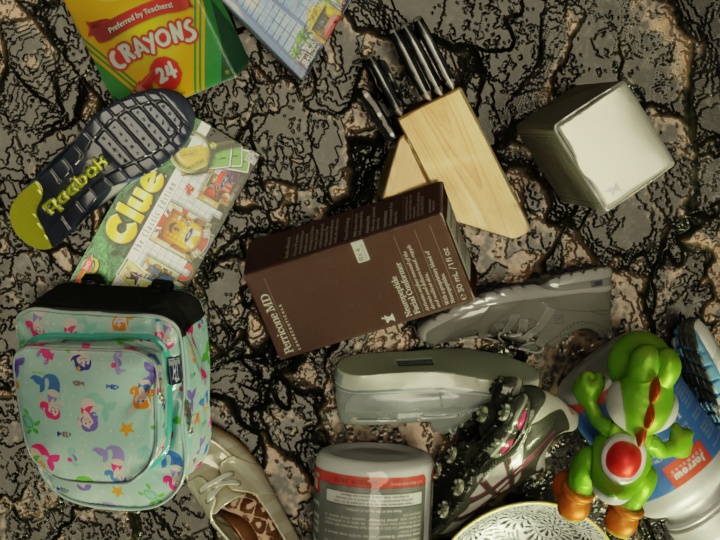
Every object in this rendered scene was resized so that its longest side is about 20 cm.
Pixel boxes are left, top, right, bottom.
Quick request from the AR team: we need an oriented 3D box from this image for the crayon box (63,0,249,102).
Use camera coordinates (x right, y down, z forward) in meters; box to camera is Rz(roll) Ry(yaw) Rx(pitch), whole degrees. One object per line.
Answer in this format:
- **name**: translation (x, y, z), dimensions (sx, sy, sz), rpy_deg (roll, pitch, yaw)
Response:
- **crayon box**: translation (-0.202, -0.251, 1.690), dimensions (0.126, 0.051, 0.201), rpy_deg (-19, 107, 21)

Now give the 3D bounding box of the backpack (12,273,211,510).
- **backpack**: translation (-0.228, 0.124, 1.706), dimensions (0.176, 0.151, 0.202), rpy_deg (3, 113, 14)

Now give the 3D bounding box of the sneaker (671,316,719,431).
- **sneaker**: translation (0.379, 0.122, 1.820), dimensions (0.086, 0.075, 0.201), rpy_deg (-34, 105, -10)

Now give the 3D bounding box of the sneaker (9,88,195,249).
- **sneaker**: translation (-0.239, -0.103, 1.710), dimensions (0.199, 0.082, 0.074), rpy_deg (-35, 99, 9)

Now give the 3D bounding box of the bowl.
- **bowl**: translation (0.149, 0.304, 1.790), dimensions (0.199, 0.094, 0.202), rpy_deg (-2, 103, -9)

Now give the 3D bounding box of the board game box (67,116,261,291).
- **board game box**: translation (-0.187, -0.049, 1.763), dimensions (0.104, 0.023, 0.201), rpy_deg (29, 92, -5)

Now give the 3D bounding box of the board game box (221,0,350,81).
- **board game box**: translation (-0.089, -0.315, 1.727), dimensions (0.199, 0.062, 0.201), rpy_deg (30, 92, -8)

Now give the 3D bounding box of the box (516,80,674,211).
- **box**: translation (0.213, -0.116, 1.706), dimensions (0.077, 0.200, 0.095), rpy_deg (-33, 98, -2)

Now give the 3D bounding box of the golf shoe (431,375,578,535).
- **golf shoe**: translation (0.129, 0.191, 1.766), dimensions (0.088, 0.078, 0.200), rpy_deg (18, 127, -23)

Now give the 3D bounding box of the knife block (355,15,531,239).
- **knife block**: translation (0.086, -0.139, 1.760), dimensions (0.199, 0.064, 0.177), rpy_deg (17, 95, -7)

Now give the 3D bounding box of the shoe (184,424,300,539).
- **shoe**: translation (-0.109, 0.232, 1.782), dimensions (0.070, 0.053, 0.201), rpy_deg (-36, 98, -1)

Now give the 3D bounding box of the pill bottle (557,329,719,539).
- **pill bottle**: translation (0.289, 0.167, 1.787), dimensions (0.112, 0.112, 0.200), rpy_deg (-37, 98, -1)

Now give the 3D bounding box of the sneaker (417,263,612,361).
- **sneaker**: translation (0.154, 0.051, 1.779), dimensions (0.198, 0.075, 0.083), rpy_deg (-12, 95, -5)

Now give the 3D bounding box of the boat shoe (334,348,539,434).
- **boat shoe**: translation (0.073, 0.121, 1.790), dimensions (0.199, 0.070, 0.072), rpy_deg (0, 113, -6)

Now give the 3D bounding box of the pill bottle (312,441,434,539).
- **pill bottle**: translation (0.010, 0.272, 1.767), dimensions (0.115, 0.116, 0.202), rpy_deg (2, 95, -6)

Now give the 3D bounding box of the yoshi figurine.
- **yoshi figurine**: translation (0.246, 0.138, 1.693), dimensions (0.112, 0.112, 0.201), rpy_deg (-11, 132, -36)

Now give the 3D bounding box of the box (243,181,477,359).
- **box**: translation (0.000, 0.000, 1.726), dimensions (0.199, 0.075, 0.101), rpy_deg (-17, 116, 13)
